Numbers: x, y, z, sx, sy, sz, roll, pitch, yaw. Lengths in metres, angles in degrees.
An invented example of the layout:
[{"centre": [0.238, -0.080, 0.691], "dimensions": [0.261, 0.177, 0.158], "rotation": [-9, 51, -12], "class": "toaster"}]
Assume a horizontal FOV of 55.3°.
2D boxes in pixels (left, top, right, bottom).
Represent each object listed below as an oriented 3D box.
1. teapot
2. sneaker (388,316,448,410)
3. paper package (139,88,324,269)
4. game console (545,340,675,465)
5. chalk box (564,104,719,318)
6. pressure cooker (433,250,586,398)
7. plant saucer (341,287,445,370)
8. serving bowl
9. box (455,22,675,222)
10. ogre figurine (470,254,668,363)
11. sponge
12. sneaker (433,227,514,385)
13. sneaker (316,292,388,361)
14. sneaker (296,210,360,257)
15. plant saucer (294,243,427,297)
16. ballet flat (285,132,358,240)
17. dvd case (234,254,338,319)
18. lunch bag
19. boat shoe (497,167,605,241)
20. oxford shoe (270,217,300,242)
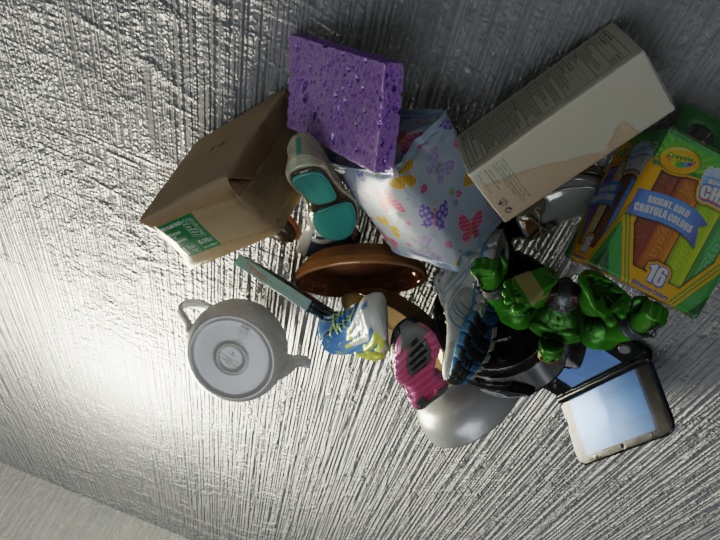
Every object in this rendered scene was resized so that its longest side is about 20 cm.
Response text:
[{"centre": [-0.220, 0.132, 1.264], "dimensions": [0.195, 0.146, 0.202], "rotation": [-16, 104, 12], "class": "teapot"}, {"centre": [0.067, 0.120, 0.983], "dimensions": [0.096, 0.078, 0.201], "rotation": [52, 167, 36], "class": "sneaker"}, {"centre": [-0.164, -0.117, 0.909], "dimensions": [0.198, 0.192, 0.104], "rotation": [-16, 127, 40], "class": "paper package"}, {"centre": [0.350, 0.187, 1.059], "dimensions": [0.170, 0.119, 0.200], "rotation": [32, 140, -11], "class": "game console"}, {"centre": [0.332, -0.074, 0.737], "dimensions": [0.124, 0.124, 0.202], "rotation": [24, 98, -3], "class": "chalk box"}, {"centre": [0.205, 0.081, 0.948], "dimensions": [0.177, 0.177, 0.200], "rotation": [-32, 152, 9], "class": "pressure cooker"}, {"centre": [0.062, 0.085, 1.056], "dimensions": [0.199, 0.036, 0.201], "rotation": [31, 159, 13], "class": "plant saucer"}, {"centre": [0.161, 0.176, 1.078], "dimensions": [0.199, 0.201, 0.066], "rotation": [-24, 117, 42], "class": "serving bowl"}, {"centre": [0.205, -0.152, 0.713], "dimensions": [0.199, 0.095, 0.078], "rotation": [-34, 120, 21], "class": "box"}, {"centre": [0.226, 0.044, 0.768], "dimensions": [0.197, 0.099, 0.120], "rotation": [-4, 152, 10], "class": "ogre figurine"}, {"centre": [-0.024, -0.192, 0.769], "dimensions": [0.200, 0.030, 0.113], "rotation": [37, 129, 48], "class": "sponge"}, {"centre": [0.126, 0.042, 0.850], "dimensions": [0.086, 0.202, 0.075], "rotation": [6, 158, 35], "class": "sneaker"}, {"centre": [-0.013, 0.087, 0.967], "dimensions": [0.103, 0.077, 0.201], "rotation": [-2, 156, 1], "class": "sneaker"}, {"centre": [-0.034, -0.073, 0.990], "dimensions": [0.084, 0.076, 0.200], "rotation": [24, 153, -1], "class": "sneaker"}, {"centre": [0.000, 0.000, 1.023], "dimensions": [0.197, 0.038, 0.200], "rotation": [-3, 163, -1], "class": "plant saucer"}, {"centre": [-0.044, -0.103, 0.849], "dimensions": [0.066, 0.063, 0.200], "rotation": [-12, 158, 4], "class": "ballet flat"}, {"centre": [-0.096, 0.041, 1.078], "dimensions": [0.145, 0.022, 0.200], "rotation": [31, 176, 23], "class": "dvd case"}, {"centre": [0.056, -0.110, 0.861], "dimensions": [0.199, 0.127, 0.170], "rotation": [16, 149, 56], "class": "lunch bag"}, {"centre": [0.217, -0.072, 0.871], "dimensions": [0.198, 0.069, 0.075], "rotation": [-13, 129, 36], "class": "boat shoe"}, {"centre": [-0.190, -0.081, 1.055], "dimensions": [0.198, 0.073, 0.072], "rotation": [23, 141, 0], "class": "oxford shoe"}]
